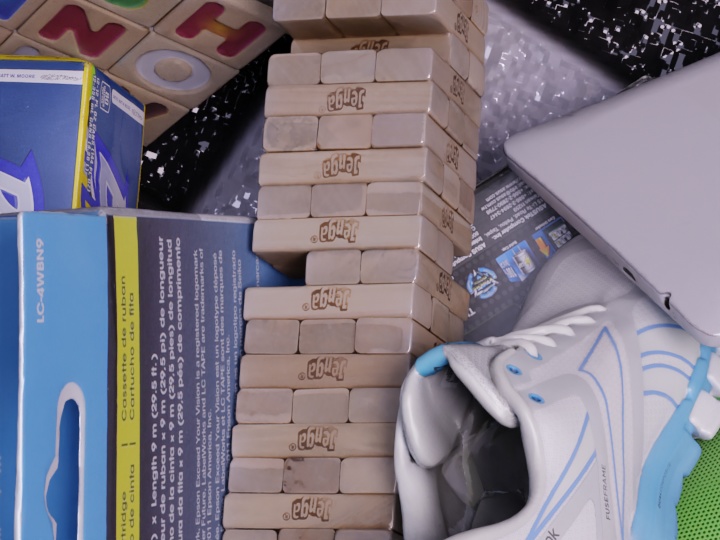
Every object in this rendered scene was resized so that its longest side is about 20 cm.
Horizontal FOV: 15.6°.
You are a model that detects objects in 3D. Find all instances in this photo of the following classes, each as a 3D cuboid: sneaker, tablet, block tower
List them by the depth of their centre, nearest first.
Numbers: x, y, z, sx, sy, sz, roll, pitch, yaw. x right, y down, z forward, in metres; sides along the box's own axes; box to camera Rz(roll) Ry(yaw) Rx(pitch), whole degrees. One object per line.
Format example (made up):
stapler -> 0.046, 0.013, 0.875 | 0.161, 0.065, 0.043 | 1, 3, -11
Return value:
sneaker -> 0.051, 0.039, 0.737 | 0.075, 0.200, 0.087 | -27, 117, 27
block tower -> 0.000, 0.000, 0.772 | 0.054, 0.058, 0.201 | -1, 77, 20
tablet -> 0.157, -0.046, 0.796 | 0.199, 0.014, 0.130 | -23, 37, -15

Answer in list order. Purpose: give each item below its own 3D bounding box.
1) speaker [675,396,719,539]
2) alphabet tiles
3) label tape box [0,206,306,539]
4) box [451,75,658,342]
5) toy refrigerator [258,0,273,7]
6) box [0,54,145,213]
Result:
speaker -> 0.134, 0.069, 0.774 | 0.200, 0.088, 0.089 | -40, 81, -1
alphabet tiles -> -0.130, -0.095, 0.814 | 0.199, 0.167, 0.008 | 23, 59, -24
label tape box -> -0.074, 0.056, 0.737 | 0.066, 0.200, 0.144 | 0, 90, 21
box -> 0.064, 0.071, 0.845 | 0.199, 0.048, 0.194 | -33, 83, 0
toy refrigerator -> 0.015, -0.176, 0.866 | 0.075, 0.070, 0.201 | 16, 85, 8
box -> -0.113, 0.037, 0.826 | 0.064, 0.070, 0.201 | 2, 83, 11
